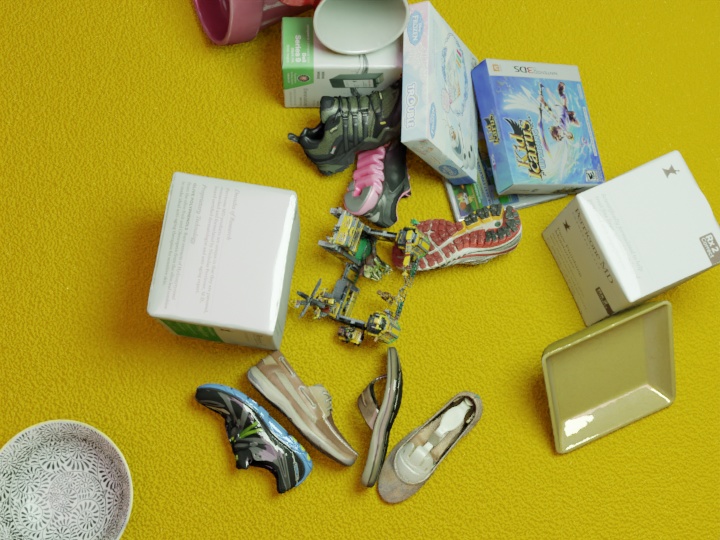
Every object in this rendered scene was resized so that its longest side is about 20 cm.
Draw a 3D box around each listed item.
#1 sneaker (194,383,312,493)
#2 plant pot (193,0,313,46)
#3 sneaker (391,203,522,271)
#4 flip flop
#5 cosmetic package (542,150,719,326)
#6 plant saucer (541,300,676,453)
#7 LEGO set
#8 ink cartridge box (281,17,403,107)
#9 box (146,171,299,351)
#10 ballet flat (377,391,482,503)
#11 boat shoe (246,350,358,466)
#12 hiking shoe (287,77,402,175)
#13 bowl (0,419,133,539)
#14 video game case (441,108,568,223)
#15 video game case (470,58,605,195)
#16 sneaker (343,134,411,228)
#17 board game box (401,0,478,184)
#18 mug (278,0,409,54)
[{"bbox_3d":[-0.158,0.232,1.309,0.199,0.071,0.083,42,72,4],"label":"sneaker"},{"bbox_3d":[-0.150,-0.453,1.416,0.178,0.200,0.201,-16,78,-22],"label":"plant pot"},{"bbox_3d":[0.143,-0.032,1.383,0.198,0.082,0.078,-11,61,12],"label":"sneaker"},{"bbox_3d":[0.020,0.203,1.324,0.057,0.081,0.202,11,77,12],"label":"flip flop"},{"bbox_3d":[0.385,-0.039,1.331,0.164,0.200,0.166,-23,79,-8],"label":"cosmetic package"},{"bbox_3d":[0.343,0.143,1.321,0.199,0.201,0.049,-23,36,-8],"label":"plant saucer"},{"bbox_3d":[0.000,0.000,1.324,0.153,0.116,0.201,22,83,36],"label":"LEGO set"},{"bbox_3d":[-0.017,-0.309,1.401,0.198,0.146,0.085,-1,76,-3],"label":"ink cartridge box"},{"bbox_3d":[-0.181,-0.005,1.297,0.170,0.199,0.202,8,78,-1],"label":"box"},{"bbox_3d":[0.097,0.243,1.321,0.068,0.067,0.200,40,79,10],"label":"ballet flat"},{"bbox_3d":[-0.072,0.192,1.323,0.200,0.076,0.072,44,77,6],"label":"boat shoe"},{"bbox_3d":[-0.010,-0.222,1.364,0.200,0.101,0.076,-36,40,21],"label":"hiking shoe"},{"bbox_3d":[-0.399,0.308,1.269,0.199,0.094,0.202,0,77,-2],"label":"bowl"},{"bbox_3d":[0.206,-0.187,1.448,0.181,0.022,0.202,-14,79,-6],"label":"video game case"},{"bbox_3d":[0.269,-0.215,1.408,0.180,0.045,0.202,-3,75,-28],"label":"video game case"},{"bbox_3d":[0.043,-0.152,1.416,0.095,0.079,0.201,33,63,-31],"label":"sneaker"},{"bbox_3d":[0.117,-0.249,1.349,0.043,0.199,0.202,-4,75,26],"label":"board game box"},{"bbox_3d":[-0.027,-0.427,1.287,0.177,0.133,0.201,18,51,-39],"label":"mug"}]
